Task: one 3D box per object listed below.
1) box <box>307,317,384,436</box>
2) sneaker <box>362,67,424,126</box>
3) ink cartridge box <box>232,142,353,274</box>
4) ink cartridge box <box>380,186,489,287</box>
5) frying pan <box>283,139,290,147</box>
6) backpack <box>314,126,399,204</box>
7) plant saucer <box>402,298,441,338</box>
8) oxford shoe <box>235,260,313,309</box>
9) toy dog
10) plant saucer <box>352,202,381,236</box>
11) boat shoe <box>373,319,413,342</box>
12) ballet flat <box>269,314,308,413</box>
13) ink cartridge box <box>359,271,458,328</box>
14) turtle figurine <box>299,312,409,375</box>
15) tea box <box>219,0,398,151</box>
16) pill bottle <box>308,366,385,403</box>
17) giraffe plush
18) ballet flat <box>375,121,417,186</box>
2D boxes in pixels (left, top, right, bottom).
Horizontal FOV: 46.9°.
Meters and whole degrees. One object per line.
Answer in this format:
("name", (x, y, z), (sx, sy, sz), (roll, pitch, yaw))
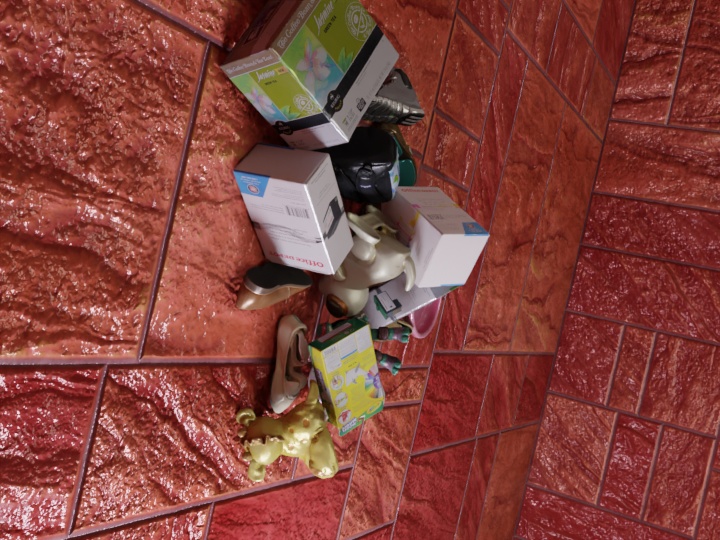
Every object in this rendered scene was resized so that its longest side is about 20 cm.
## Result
("box", (-0.022, 0.201, 1.543), (0.117, 0.048, 0.200), (-27, 119, -30))
("sneaker", (0.040, -0.360, 1.661), (0.200, 0.075, 0.116), (4, 69, -46))
("ink cartridge box", (-0.108, -0.102, 1.390), (0.084, 0.145, 0.200), (-56, 146, -36))
("ink cartridge box", (0.129, -0.076, 1.651), (0.128, 0.200, 0.125), (-2, 127, -37))
("frying pan", (-0.092, -0.161, 1.446), (0.031, 0.115, 0.190), (-24, 124, -6))
("backpack", (0.006, -0.195, 1.563), (0.200, 0.163, 0.154), (68, 27, -58))
("plant saucer", (0.146, 0.063, 2.030), (0.200, 0.051, 0.201), (-36, 131, -56))
("oxford shoe", (-0.156, 0.029, 1.466), (0.071, 0.071, 0.200), (-56, 160, 22))
("toy dog", (0.000, 0.000, 1.614), (0.200, 0.194, 0.140), (-52, 178, 26))
("plant saucer", (0.040, -0.070, 1.809), (0.200, 0.029, 0.200), (-33, 129, -52))
("boat shoe", (0.060, 0.130, 1.880), (0.200, 0.076, 0.072), (-6, 107, -61))
("ballet flat", (-0.129, 0.183, 1.560), (0.069, 0.069, 0.200), (-23, 122, -57))
("ink cartridge box", (0.098, 0.048, 1.774), (0.146, 0.200, 0.084), (-23, 84, -56))
("turtle figurine", (-0.013, 0.136, 1.616), (0.101, 0.200, 0.150), (-105, -149, -58))
("tea box", (-0.076, -0.330, 1.308), (0.197, 0.133, 0.200), (45, 59, -32))
("pill bottle", (-0.020, 0.247, 1.743), (0.200, 0.111, 0.111), (42, 64, -59))
("giraffe plush", (-0.138, 0.306, 1.510), (0.200, 0.162, 0.173), (88, -15, -56))
("ballet flat", (0.078, -0.258, 1.777), (0.200, 0.068, 0.072), (55, 35, -50))
